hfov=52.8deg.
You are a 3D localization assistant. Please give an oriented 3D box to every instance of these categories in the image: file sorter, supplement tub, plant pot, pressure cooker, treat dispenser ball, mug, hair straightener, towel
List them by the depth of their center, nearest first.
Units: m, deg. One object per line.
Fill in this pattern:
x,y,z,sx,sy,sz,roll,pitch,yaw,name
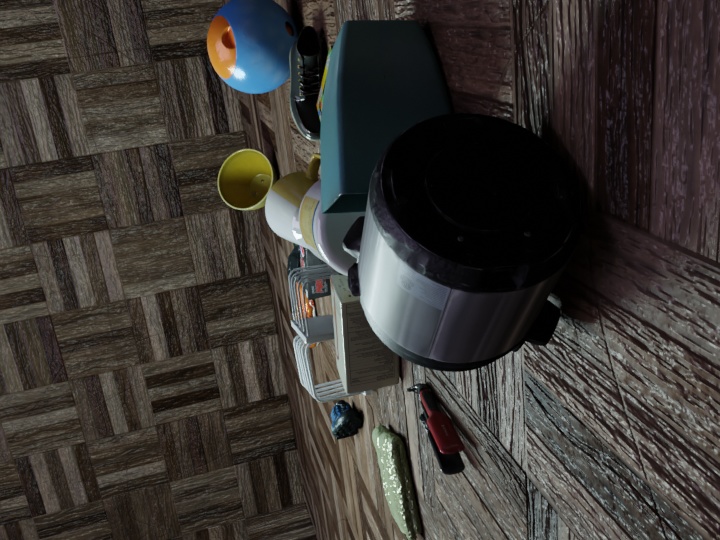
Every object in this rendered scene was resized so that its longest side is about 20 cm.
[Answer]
0.081,-0.012,0.632,0.201,0.177,0.177,98,154,-55,pressure cooker
0.025,-0.179,0.852,0.141,0.140,0.202,157,109,-77,plant pot
0.105,0.235,1.066,0.200,0.041,0.078,-126,28,-63,hair straightener
-0.015,-0.073,1.091,0.200,0.143,0.146,-147,47,-74,supplement tub
0.069,0.407,1.400,0.148,0.036,0.202,176,83,-77,towel
-0.066,0.060,1.472,0.200,0.137,0.126,-156,59,-75,file sorter
-0.110,-0.130,1.498,0.153,0.148,0.188,39,146,59,mug
-0.230,-0.486,1.569,0.201,0.199,0.203,169,90,-78,treat dispenser ball
-0.067,0.202,1.595,0.200,0.123,0.140,179,79,-78,file sorter
-0.353,-0.286,2.415,0.142,0.198,0.202,24,-129,-70,plant pot

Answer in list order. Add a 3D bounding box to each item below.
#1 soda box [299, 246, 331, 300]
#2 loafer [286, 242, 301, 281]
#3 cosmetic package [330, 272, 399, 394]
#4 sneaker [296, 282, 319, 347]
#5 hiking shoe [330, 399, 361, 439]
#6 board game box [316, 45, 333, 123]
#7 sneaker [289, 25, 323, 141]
-0.103,-0.028,1.703,0.064,0.070,0.201,-118,21,-44,soda box
-0.129,-0.071,1.790,0.073,0.072,0.202,27,109,54,loafer
0.008,0.103,1.249,0.087,0.102,0.202,-116,20,-54,cosmetic package
-0.169,0.130,2.145,0.073,0.076,0.202,152,108,-79,sneaker
-0.047,0.363,1.795,0.200,0.074,0.087,110,146,-68,hiking shoe
-0.019,-0.240,1.169,0.200,0.056,0.167,123,136,-73,board game box
-0.099,-0.353,1.381,0.106,0.074,0.202,161,98,-81,sneaker
